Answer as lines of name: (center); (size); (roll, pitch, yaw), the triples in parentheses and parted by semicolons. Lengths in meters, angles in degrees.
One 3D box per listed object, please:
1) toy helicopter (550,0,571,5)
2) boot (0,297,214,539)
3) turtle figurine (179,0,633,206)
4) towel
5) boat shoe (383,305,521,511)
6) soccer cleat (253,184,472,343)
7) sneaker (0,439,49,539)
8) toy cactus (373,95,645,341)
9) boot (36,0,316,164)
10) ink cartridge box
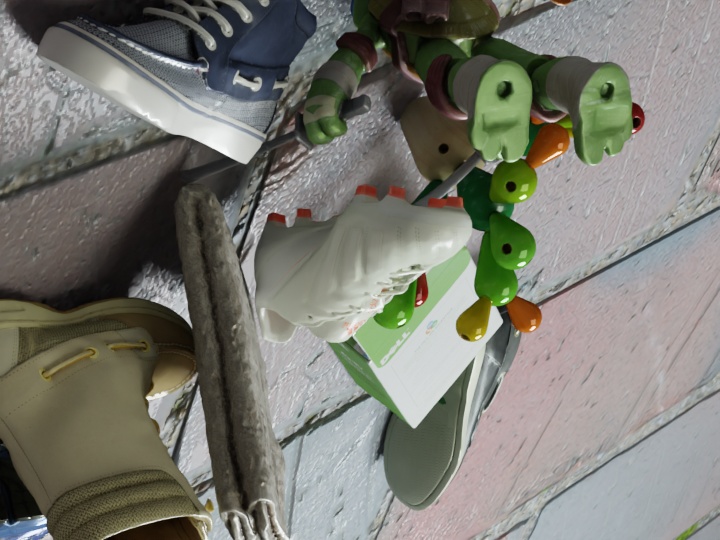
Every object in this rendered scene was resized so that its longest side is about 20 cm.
toy helicopter: (0.122, -0.210, 1.254); (0.200, 0.079, 0.132); (-27, 156, -25)
boot: (-0.123, 0.089, 1.085); (0.073, 0.156, 0.200); (-46, 157, 18)
turtle figurine: (0.044, -0.077, 1.102); (0.144, 0.194, 0.200); (37, 84, -34)
towel: (-0.068, 0.063, 1.132); (0.034, 0.201, 0.133); (-11, 156, -1)
boat shoe: (0.073, 0.103, 1.569); (0.067, 0.072, 0.201); (-20, 139, -44)
soccer cleat: (0.000, 0.000, 1.131); (0.069, 0.200, 0.078); (9, 80, -28)
sneaker: (-0.232, 0.141, 1.095); (0.200, 0.075, 0.079); (-17, 148, -41)
toy cactus: (0.077, -0.052, 1.243); (0.102, 0.165, 0.200); (25, 110, -36)
boot: (-0.085, -0.116, 1.002); (0.091, 0.073, 0.200); (-61, 164, 3)
ink cartridge box: (0.028, 0.024, 1.395); (0.104, 0.059, 0.200); (-49, 156, -8)
